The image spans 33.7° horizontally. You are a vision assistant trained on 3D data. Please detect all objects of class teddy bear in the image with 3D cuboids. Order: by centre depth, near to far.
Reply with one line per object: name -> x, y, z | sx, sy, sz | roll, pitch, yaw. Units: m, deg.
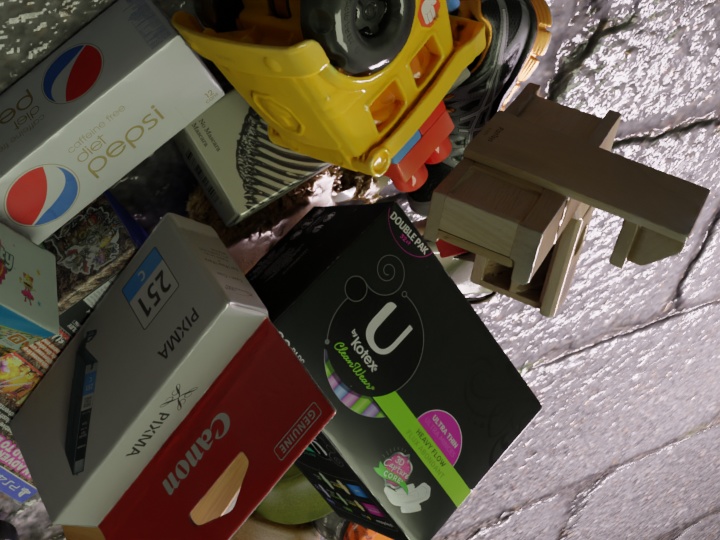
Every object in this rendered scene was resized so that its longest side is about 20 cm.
teddy bear -> -0.054, -0.067, 0.929 | 0.200, 0.067, 0.145 | -41, 151, -9

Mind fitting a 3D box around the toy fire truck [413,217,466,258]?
toy fire truck -> 0.000, 0.000, 1.012 | 0.199, 0.141, 0.049 | -12, 117, 21

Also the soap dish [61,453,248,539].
soap dish -> -0.138, 0.128, 0.934 | 0.081, 0.157, 0.200 | 55, 51, -29

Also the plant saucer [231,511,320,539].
plant saucer -> -0.113, 0.210, 1.070 | 0.200, 0.200, 0.036 | 22, 98, -51

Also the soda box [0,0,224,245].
soda box -> -0.191, -0.088, 0.771 | 0.200, 0.064, 0.068 | -38, 145, 1

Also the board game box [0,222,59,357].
board game box -> -0.308, 0.019, 0.721 | 0.199, 0.065, 0.148 | -22, 148, 18

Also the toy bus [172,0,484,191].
toy bus -> 0.015, -0.154, 0.748 | 0.200, 0.135, 0.192 | -52, 133, -17

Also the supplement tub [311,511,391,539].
supplement tub -> -0.015, 0.163, 1.091 | 0.122, 0.200, 0.123 | -23, 143, -19

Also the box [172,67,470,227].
box -> -0.028, -0.116, 0.844 | 0.199, 0.082, 0.068 | -34, -176, -14

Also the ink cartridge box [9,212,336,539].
ink cartridge box -> -0.129, 0.094, 0.762 | 0.045, 0.176, 0.200 | 19, 116, -50

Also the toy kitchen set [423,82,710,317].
toy kitchen set -> 0.150, -0.005, 0.884 | 0.200, 0.162, 0.181 | -47, 154, -50

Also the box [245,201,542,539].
box -> 0.004, 0.073, 0.864 | 0.149, 0.124, 0.200 | -46, 111, -21

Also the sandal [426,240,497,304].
sandal -> 0.102, 0.007, 1.146 | 0.200, 0.057, 0.080 | -7, 135, -37

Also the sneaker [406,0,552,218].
sneaker -> 0.077, -0.136, 0.954 | 0.077, 0.078, 0.201 | 2, 118, -44

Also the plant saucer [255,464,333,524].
plant saucer -> -0.049, 0.113, 1.014 | 0.200, 0.200, 0.031 | -47, 132, 12

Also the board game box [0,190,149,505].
board game box -> -0.226, 0.050, 0.865 | 0.200, 0.097, 0.160 | -36, 145, -3

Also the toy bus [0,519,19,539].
toy bus -> -0.382, 0.298, 0.989 | 0.191, 0.136, 0.200 | -30, 149, 12
